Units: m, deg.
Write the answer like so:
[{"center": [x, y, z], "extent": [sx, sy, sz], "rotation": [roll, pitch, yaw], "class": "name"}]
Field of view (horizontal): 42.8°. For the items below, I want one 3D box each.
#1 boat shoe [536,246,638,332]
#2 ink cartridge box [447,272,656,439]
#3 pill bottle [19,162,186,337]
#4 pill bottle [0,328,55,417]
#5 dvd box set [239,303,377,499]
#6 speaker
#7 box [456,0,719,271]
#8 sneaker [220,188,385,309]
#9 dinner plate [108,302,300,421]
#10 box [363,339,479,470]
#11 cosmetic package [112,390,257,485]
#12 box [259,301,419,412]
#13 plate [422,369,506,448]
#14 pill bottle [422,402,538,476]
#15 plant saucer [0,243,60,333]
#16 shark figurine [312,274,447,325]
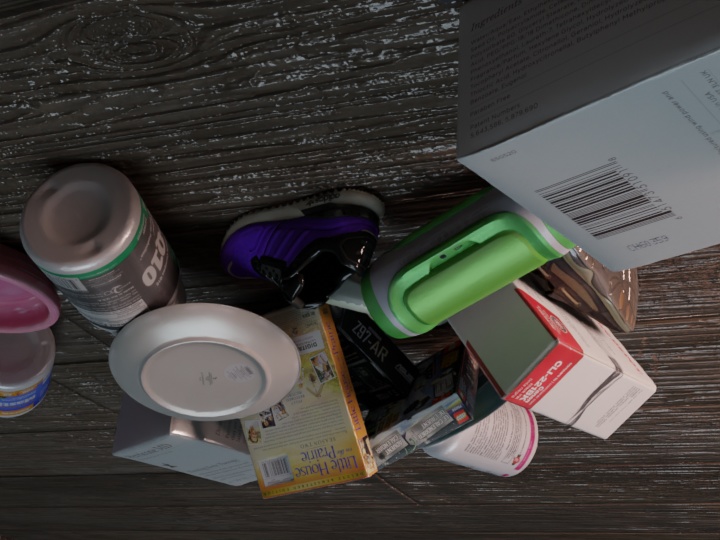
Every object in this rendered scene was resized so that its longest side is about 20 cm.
[{"center": [0.219, -0.002, 0.909], "extent": [0.073, 0.075, 0.200], "rotation": [-2, 147, 37], "class": "boat shoe"}, {"center": [0.194, 0.078, 0.949], "extent": [0.199, 0.145, 0.084], "rotation": [24, 114, -41], "class": "ink cartridge box"}, {"center": [-0.244, -0.008, 0.906], "extent": [0.112, 0.114, 0.200], "rotation": [1, 155, 6], "class": "pill bottle"}, {"center": [-0.475, 0.134, 1.242], "extent": [0.111, 0.113, 0.200], "rotation": [12, 153, -16], "class": "pill bottle"}, {"center": [-0.074, 0.143, 1.021], "extent": [0.145, 0.202, 0.029], "rotation": [-19, 177, 28], "class": "dvd box set"}, {"center": [0.097, -0.014, 0.824], "extent": [0.199, 0.089, 0.088], "rotation": [-31, 140, 27], "class": "speaker"}, {"center": [0.197, -0.114, 0.592], "extent": [0.199, 0.132, 0.198], "rotation": [-20, 145, 40], "class": "box"}, {"center": [-0.068, -0.008, 0.891], "extent": [0.199, 0.100, 0.069], "rotation": [-17, 145, 36], "class": "sneaker"}, {"center": [-0.161, 0.106, 0.951], "extent": [0.198, 0.024, 0.201], "rotation": [-3, 138, -3], "class": "dinner plate"}, {"center": [0.073, 0.155, 1.091], "extent": [0.136, 0.040, 0.200], "rotation": [-32, -173, 16], "class": "box"}, {"center": [-0.192, 0.175, 1.219], "extent": [0.199, 0.168, 0.167], "rotation": [24, 149, -33], "class": "cosmetic package"}, {"center": [-0.049, 0.108, 1.118], "extent": [0.160, 0.044, 0.199], "rotation": [46, 140, -15], "class": "box"}, {"center": [0.129, 0.150, 1.142], "extent": [0.200, 0.200, 0.026], "rotation": [-28, 99, 48], "class": "plate"}, {"center": [0.151, 0.222, 1.321], "extent": [0.199, 0.114, 0.113], "rotation": [22, 149, -33], "class": "pill bottle"}, {"center": [-0.445, 0.014, 1.057], "extent": [0.198, 0.051, 0.201], "rotation": [3, 155, 1], "class": "plant saucer"}, {"center": [0.017, 0.006, 0.945], "extent": [0.212, 0.090, 0.128], "rotation": [13, -172, 0], "class": "shark figurine"}]
